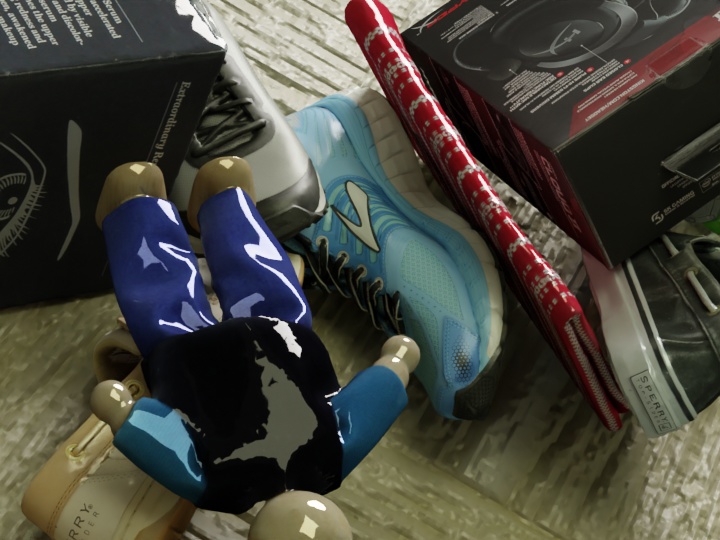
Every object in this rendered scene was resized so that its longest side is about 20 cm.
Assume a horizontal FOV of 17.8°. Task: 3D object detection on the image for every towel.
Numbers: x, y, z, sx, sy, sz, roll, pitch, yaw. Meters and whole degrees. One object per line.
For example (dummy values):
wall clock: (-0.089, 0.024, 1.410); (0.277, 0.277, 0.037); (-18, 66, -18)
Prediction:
towel: (0.061, -0.028, 1.076); (0.022, 0.145, 0.200); (-33, 61, 1)

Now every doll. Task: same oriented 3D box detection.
doll: (-0.042, 0.039, 0.899); (0.136, 0.049, 0.201); (-4, 48, -20)

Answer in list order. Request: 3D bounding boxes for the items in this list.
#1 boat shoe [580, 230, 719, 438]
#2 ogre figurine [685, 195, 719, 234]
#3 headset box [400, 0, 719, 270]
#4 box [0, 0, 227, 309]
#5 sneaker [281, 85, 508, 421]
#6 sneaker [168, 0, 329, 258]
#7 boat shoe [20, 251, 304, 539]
boat shoe: (0.149, 0.017, 1.074); (0.071, 0.072, 0.200); (-23, 23, 8)
ogre figurine: (0.198, -0.057, 1.205); (0.120, 0.098, 0.201); (27, 53, -27)
headset box: (0.130, -0.096, 1.109); (0.149, 0.077, 0.200); (-35, 33, -7)
box: (-0.178, -0.063, 0.967); (0.199, 0.148, 0.104); (-10, 52, -36)
sneaker: (0.000, 0.000, 1.066); (0.090, 0.079, 0.200); (-14, 46, -22)
sneaker: (-0.078, -0.075, 1.052); (0.074, 0.080, 0.200); (-25, 43, -11)
boat shoe: (-0.080, 0.046, 0.961); (0.069, 0.074, 0.200); (25, 37, 2)
